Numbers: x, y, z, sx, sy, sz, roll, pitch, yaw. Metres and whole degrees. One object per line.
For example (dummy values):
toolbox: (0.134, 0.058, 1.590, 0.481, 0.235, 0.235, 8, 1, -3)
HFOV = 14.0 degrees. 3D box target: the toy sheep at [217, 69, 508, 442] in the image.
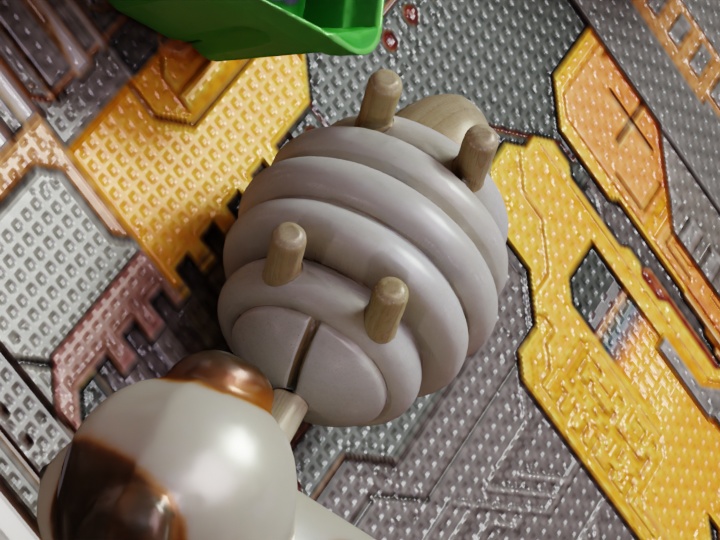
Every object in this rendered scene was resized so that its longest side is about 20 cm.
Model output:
toy sheep: (0.000, 0.000, 1.284, 0.138, 0.138, 0.200, 49, 58, -21)

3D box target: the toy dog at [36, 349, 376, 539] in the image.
toy dog: (-0.048, 0.131, 1.146, 0.200, 0.194, 0.140, 53, 57, -26)

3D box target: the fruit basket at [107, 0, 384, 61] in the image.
fruit basket: (-0.031, -0.209, 1.280, 0.155, 0.215, 0.216, 27, 57, -36)
